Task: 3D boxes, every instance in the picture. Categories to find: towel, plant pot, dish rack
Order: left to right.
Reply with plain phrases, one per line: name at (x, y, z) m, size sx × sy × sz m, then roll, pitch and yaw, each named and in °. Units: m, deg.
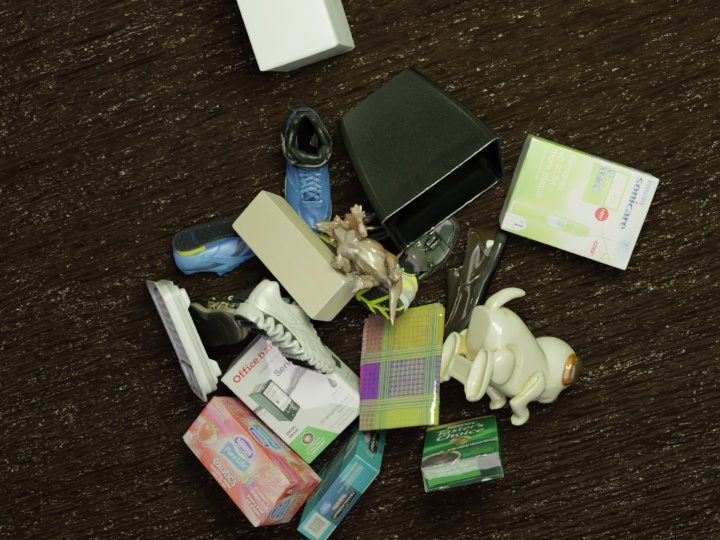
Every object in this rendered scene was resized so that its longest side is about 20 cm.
dish rack at (-0.277, 0.102, 1.606) m, size 0.043 × 0.172 × 0.201 m, roll -25°, pitch 98°, yaw -15°
towel at (0.065, 0.147, 1.569) m, size 0.143 × 0.023 × 0.201 m, roll -10°, pitch 63°, yaw 29°
plant pot at (0.078, -0.174, 1.491) m, size 0.200 × 0.200 × 0.178 m, roll -35°, pitch 76°, yaw 2°

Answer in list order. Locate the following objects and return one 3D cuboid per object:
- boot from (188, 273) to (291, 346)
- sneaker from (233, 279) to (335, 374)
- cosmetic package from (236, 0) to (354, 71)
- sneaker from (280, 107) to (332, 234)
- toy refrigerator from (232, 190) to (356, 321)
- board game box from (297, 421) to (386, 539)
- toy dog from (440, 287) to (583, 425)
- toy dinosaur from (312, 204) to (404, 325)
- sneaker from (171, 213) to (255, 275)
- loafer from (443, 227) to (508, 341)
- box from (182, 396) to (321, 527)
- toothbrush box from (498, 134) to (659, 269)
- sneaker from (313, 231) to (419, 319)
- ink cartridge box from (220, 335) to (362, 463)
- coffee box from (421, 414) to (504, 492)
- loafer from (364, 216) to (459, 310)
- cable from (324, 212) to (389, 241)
boot at (-0.180, 0.055, 1.607) m, size 0.150 × 0.200 × 0.073 m, roll -30°, pitch 102°, yaw -27°
sneaker at (-0.097, 0.089, 1.514) m, size 0.200 × 0.075 × 0.081 m, roll 44°, pitch 66°, yaw -37°
cosmetic package at (-0.104, -0.401, 1.467) m, size 0.122 × 0.200 × 0.200 m, roll -17°, pitch 98°, yaw 8°
sneaker at (-0.081, -0.148, 1.549) m, size 0.076 × 0.111 × 0.201 m, roll -1°, pitch 96°, yaw -3°
toy refrigerator at (-0.094, -0.022, 1.513) m, size 0.076 × 0.070 × 0.200 m, roll -48°, pitch 68°, yaw 12°
board game box at (-0.024, 0.322, 1.593) m, size 0.047 × 0.200 × 0.151 m, roll 37°, pitch 102°, yaw -2°
toy dog at (0.239, 0.135, 1.552) m, size 0.199 × 0.139 × 0.195 m, roll 20°, pitch 83°, yaw -28°
toy dinosaur at (0.015, -0.019, 1.480) m, size 0.086 × 0.136 × 0.200 m, roll -39°, pitch 83°, yaw 8°
sneaker at (-0.199, -0.039, 1.622) m, size 0.199 × 0.066 × 0.079 m, roll -13°, pitch 134°, yaw -2°
loafer at (0.165, 0.021, 1.592) m, size 0.071 × 0.073 × 0.201 m, roll 25°, pitch 99°, yaw 12°
box at (-0.174, 0.300, 1.614) m, size 0.200 × 0.103 × 0.095 m, roll 44°, pitch 104°, yaw 27°
toothbrush box at (0.327, -0.106, 1.540) m, size 0.199 × 0.086 × 0.146 m, roll 19°, pitch 102°, yaw 0°
sneaker at (0.000, 0.000, 1.557) m, size 0.200 × 0.076 × 0.076 m, roll 34°, pitch 140°, yaw 19°
ink cartridge box at (-0.103, 0.185, 1.634) m, size 0.200 × 0.084 × 0.146 m, roll 43°, pitch 101°, yaw -4°
coffee box at (0.158, 0.279, 1.569) m, size 0.122 × 0.200 × 0.044 m, roll -13°, pitch 96°, yaw 9°
loafer at (0.081, -0.006, 1.592) m, size 0.072 × 0.063 × 0.200 m, roll 43°, pitch 101°, yaw -3°
cable at (-0.040, -0.041, 1.621) m, size 0.200 × 0.050 × 0.097 m, roll -36°, pitch 78°, yaw -1°
